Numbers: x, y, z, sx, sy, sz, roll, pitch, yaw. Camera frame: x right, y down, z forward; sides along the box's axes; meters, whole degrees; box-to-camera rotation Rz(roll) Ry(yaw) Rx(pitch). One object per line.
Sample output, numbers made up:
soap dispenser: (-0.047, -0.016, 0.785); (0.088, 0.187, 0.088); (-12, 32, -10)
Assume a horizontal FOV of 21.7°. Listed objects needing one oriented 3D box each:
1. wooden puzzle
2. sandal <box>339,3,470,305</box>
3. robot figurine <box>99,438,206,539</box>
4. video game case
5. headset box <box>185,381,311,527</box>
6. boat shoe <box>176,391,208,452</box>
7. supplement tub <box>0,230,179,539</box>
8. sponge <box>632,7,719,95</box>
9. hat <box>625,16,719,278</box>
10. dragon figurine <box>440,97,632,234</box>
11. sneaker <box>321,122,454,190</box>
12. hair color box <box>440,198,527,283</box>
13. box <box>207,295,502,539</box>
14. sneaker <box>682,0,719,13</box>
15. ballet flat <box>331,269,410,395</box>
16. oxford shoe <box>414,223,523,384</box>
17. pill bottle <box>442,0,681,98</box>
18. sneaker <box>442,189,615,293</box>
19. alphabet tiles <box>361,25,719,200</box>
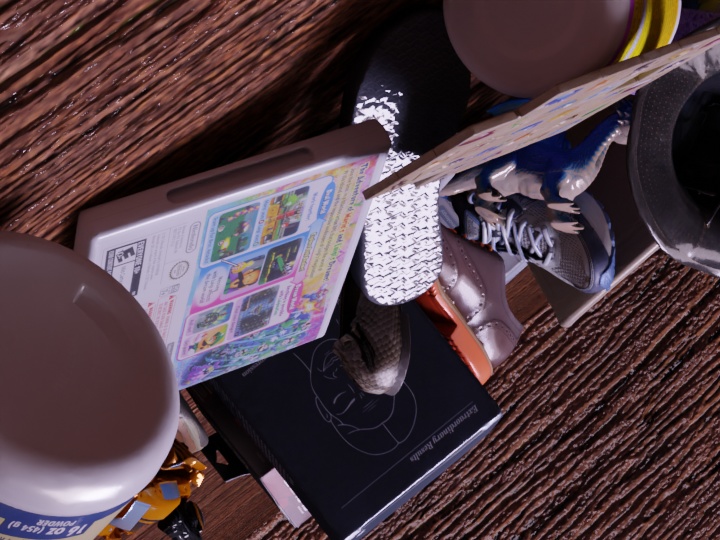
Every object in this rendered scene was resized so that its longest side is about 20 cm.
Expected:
wooden puzzle: (0.188, -0.082, 1.477); (0.037, 0.201, 0.185); (19, 127, -45)
sandal: (0.016, -0.068, 1.104); (0.076, 0.043, 0.201); (-11, 131, -22)
robot figurine: (-0.163, 0.122, 1.209); (0.058, 0.145, 0.200); (-51, 165, 6)
video game case: (-0.083, 0.006, 1.065); (0.181, 0.024, 0.200); (-20, 152, -26)
headset box: (-0.038, 0.095, 1.500); (0.200, 0.149, 0.077); (-37, 133, -8)
boat shoe: (-0.164, 0.124, 1.413); (0.074, 0.076, 0.200); (-33, 170, -14)
supplement tub: (-0.191, 0.091, 0.886); (0.144, 0.145, 0.200); (-28, 166, -51)
sponge: (0.191, -0.154, 1.321); (0.199, 0.030, 0.111); (-3, 169, -45)
hat: (0.247, -0.093, 1.312); (0.200, 0.201, 0.081); (-37, -151, -15)
dragon figurine: (0.121, -0.086, 1.375); (0.059, 0.199, 0.100); (62, 36, -61)
sneaker: (-0.026, -0.030, 1.206); (0.199, 0.076, 0.114); (-32, 171, -7)
hair color box: (0.138, -0.069, 1.597); (0.200, 0.099, 0.061); (-43, 172, 25)
box: (-0.017, 0.080, 1.374); (0.148, 0.200, 0.107); (-37, 171, -8)
sneaker: (0.215, -0.219, 1.312); (0.105, 0.076, 0.200); (-13, 159, -30)
ballet flat: (0.000, 0.000, 1.258); (0.046, 0.201, 0.068); (11, 136, -16)
oxford shoe: (0.060, -0.008, 1.391); (0.072, 0.201, 0.071); (-41, -145, -20)
pill bottle: (0.125, -0.155, 1.087); (0.104, 0.104, 0.200); (-42, 171, 21)
sneaker: (0.115, -0.036, 1.430); (0.085, 0.200, 0.077); (-19, 130, -26)
alphabet tiles: (0.099, -0.084, 1.032); (0.199, 0.008, 0.167); (-22, 176, -39)
